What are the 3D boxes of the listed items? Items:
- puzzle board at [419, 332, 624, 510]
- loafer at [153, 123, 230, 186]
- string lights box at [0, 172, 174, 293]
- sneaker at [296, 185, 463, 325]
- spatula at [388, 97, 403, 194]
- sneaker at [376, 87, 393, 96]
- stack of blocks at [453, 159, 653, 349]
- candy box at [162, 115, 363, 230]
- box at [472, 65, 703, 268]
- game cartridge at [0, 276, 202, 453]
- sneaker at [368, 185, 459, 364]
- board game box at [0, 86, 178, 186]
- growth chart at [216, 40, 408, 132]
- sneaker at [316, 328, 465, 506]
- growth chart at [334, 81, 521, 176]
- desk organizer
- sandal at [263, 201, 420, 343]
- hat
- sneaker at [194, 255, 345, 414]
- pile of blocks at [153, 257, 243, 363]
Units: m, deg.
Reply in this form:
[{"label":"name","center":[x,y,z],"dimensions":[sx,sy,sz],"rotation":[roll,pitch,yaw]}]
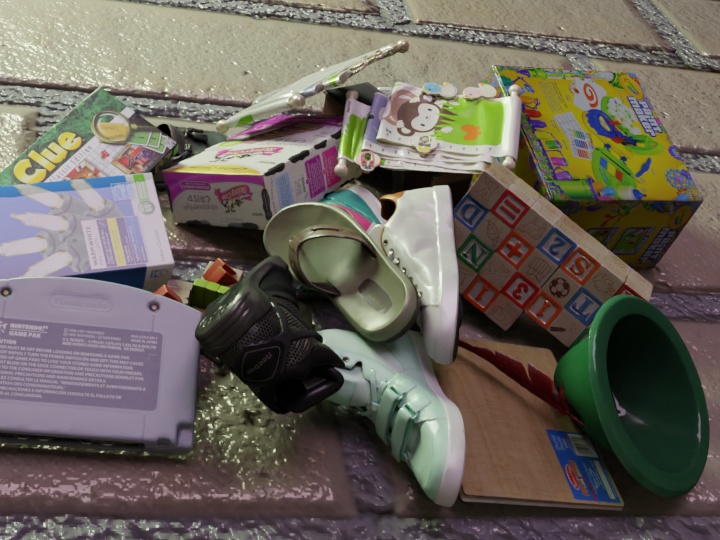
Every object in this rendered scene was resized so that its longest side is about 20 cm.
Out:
[{"label":"puzzle board","center":[0.131,0.132,0.980],"dimensions":[0.150,0.017,0.201],"rotation":[9,35,-19]},{"label":"loafer","center":[-0.216,-0.127,1.186],"dimensions":[0.199,0.063,0.072],"rotation":[-20,45,-39]},{"label":"string lights box","center":[-0.276,-0.022,0.988],"dimensions":[0.199,0.059,0.103],"rotation":[-8,62,-23]},{"label":"sneaker","center":[0.000,0.000,1.071],"dimensions":[0.120,0.084,0.200],"rotation":[-19,51,-32]},{"label":"spatula","center":[0.040,-0.094,1.179],"dimensions":[0.056,0.021,0.202],"rotation":[0,75,4]},{"label":"sneaker","center":[0.095,-0.173,1.375],"dimensions":[0.199,0.078,0.082],"rotation":[20,14,-1]},{"label":"stack of blocks","center":[0.171,0.002,1.089],"dimensions":[0.200,0.115,0.059],"rotation":[39,24,5]},{"label":"candy box","center":[-0.091,-0.109,1.168],"dimensions":[0.136,0.061,0.200],"rotation":[5,27,33]},{"label":"box","center":[0.240,-0.115,1.242],"dimensions":[0.191,0.122,0.201],"rotation":[-1,52,-20]},{"label":"game cartridge","center":[-0.227,0.072,0.880],"dimensions":[0.198,0.041,0.134],"rotation":[7,68,-12]},{"label":"sneaker","center":[0.047,0.005,0.995],"dimensions":[0.084,0.073,0.201],"rotation":[-2,44,1]},{"label":"board game box","center":[-0.278,-0.089,1.078],"dimensions":[0.104,0.024,0.200],"rotation":[33,56,6]},{"label":"growth chart","center":[-0.047,-0.204,1.205],"dimensions":[0.144,0.018,0.200],"rotation":[-7,21,44]},{"label":"sneaker","center":[0.012,0.119,0.915],"dimensions":[0.117,0.074,0.201],"rotation":[4,30,-18]},{"label":"growth chart","center":[0.073,-0.150,1.153],"dimensions":[0.198,0.018,0.145],"rotation":[0,51,0]},{"label":"desk organizer","center":[0.036,-0.132,1.272],"dimensions":[0.071,0.077,0.200],"rotation":[-17,46,-37]},{"label":"sandal","center":[-0.023,-0.010,0.975],"dimensions":[0.057,0.080,0.201],"rotation":[31,4,-45]},{"label":"hat","center":[0.191,0.119,1.005],"dimensions":[0.165,0.176,0.201],"rotation":[-9,78,-46]},{"label":"sneaker","center":[-0.069,0.054,0.908],"dimensions":[0.114,0.076,0.199],"rotation":[50,6,-10]},{"label":"pile of blocks","center":[-0.155,0.042,0.974],"dimensions":[0.082,0.062,0.200],"rotation":[29,38,21]}]
